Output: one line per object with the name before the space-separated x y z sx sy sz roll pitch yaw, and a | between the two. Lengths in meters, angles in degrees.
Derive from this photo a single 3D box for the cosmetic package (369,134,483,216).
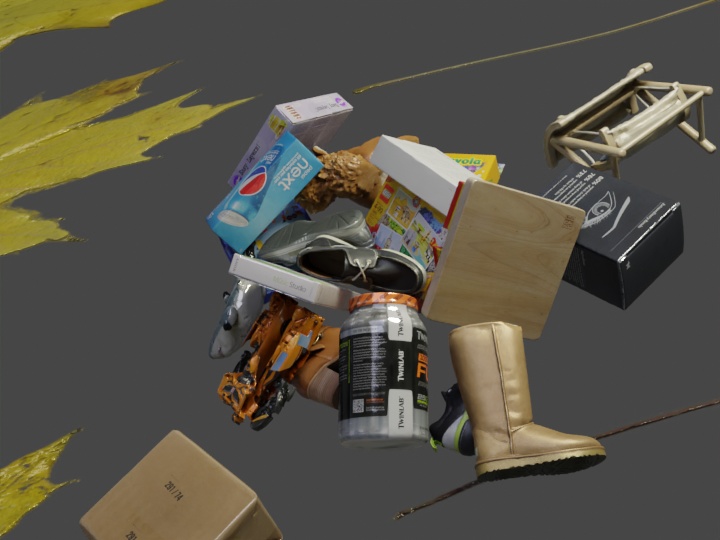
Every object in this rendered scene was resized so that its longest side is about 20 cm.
cosmetic package | 0.132 -0.130 1.542 0.200 0.052 0.151 39 23 32

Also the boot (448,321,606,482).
boot | 0.212 0.161 1.310 0.174 0.066 0.201 -5 63 -2

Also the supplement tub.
supplement tub | 0.031 0.138 1.373 0.122 0.123 0.201 -5 73 17

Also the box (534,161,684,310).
box | 0.355 -0.055 1.515 0.148 0.105 0.200 -39 45 -20

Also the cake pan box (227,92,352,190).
cake pan box | -0.119 -0.219 1.779 0.052 0.184 0.200 48 35 11

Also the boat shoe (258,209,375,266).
boat shoe | -0.073 -0.042 1.617 0.201 0.065 0.075 -15 31 28

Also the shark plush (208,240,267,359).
shark plush | -0.202 0.040 1.624 0.083 0.091 0.201 -16 69 44

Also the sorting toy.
sorting toy | 0.189 -0.019 1.426 0.199 0.199 0.070 12 13 -30

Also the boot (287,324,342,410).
boot | -0.032 0.104 1.519 0.155 0.077 0.200 23 76 45

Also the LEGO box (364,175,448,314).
LEGO box | 0.091 -0.043 1.571 0.200 0.077 0.149 46 115 46

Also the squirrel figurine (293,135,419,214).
squirrel figurine | -0.029 -0.165 1.729 0.186 0.142 0.200 13 15 41

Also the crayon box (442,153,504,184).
crayon box | 0.155 -0.136 1.719 0.125 0.052 0.200 5 47 26

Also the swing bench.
swing bench | 0.431 -0.230 1.651 0.199 0.130 0.200 -34 43 -14

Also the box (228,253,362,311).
box | -0.094 0.021 1.537 0.144 0.200 0.036 19 89 19

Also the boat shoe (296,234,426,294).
boat shoe | 0.000 0.000 1.508 0.199 0.072 0.068 15 19 22

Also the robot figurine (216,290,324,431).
robot figurine | -0.140 0.134 1.494 0.145 0.058 0.200 28 86 52

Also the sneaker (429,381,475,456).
sneaker | 0.150 0.162 1.392 0.083 0.072 0.200 8 49 30

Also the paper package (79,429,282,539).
paper package | -0.238 0.340 1.335 0.200 0.104 0.191 27 61 39

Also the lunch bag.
lunch bag | -0.143 -0.034 1.714 0.150 0.094 0.200 -25 51 -9

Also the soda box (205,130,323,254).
soda box | -0.157 -0.126 1.648 0.200 0.068 0.064 -47 27 2
